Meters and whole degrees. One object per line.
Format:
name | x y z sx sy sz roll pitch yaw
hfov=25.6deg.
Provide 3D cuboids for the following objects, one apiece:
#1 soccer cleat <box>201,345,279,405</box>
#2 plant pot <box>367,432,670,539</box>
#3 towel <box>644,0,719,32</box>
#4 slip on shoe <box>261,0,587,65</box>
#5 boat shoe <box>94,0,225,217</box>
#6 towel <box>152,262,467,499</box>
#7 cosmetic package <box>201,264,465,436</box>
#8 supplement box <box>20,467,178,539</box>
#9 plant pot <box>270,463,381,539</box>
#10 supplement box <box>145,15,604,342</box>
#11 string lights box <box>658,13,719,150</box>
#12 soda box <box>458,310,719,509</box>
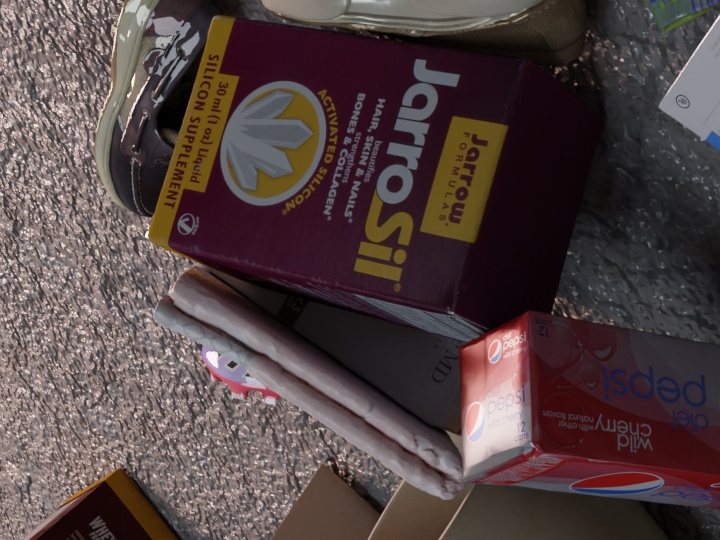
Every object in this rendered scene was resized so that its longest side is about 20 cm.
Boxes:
soccer cleat | -0.035 0.059 1.088 0.199 0.066 0.077 17 106 46
plant pot | 0.117 0.196 0.953 0.199 0.188 0.187 35 147 -5
towel | 0.155 -0.187 0.650 0.144 0.023 0.200 56 146 -11
slip on shoe | 0.028 -0.139 0.806 0.199 0.076 0.061 6 138 38
boat shoe | -0.122 -0.100 1.012 0.065 0.072 0.201 40 140 22
towel | -0.027 0.060 0.907 0.190 0.032 0.200 33 -179 -2
cosmetic package | 0.000 0.000 0.926 0.199 0.102 0.074 32 -179 24
supplement box | -0.254 0.330 1.465 0.198 0.200 0.133 52 146 -4
plant pot | -0.020 0.307 1.200 0.176 0.200 0.201 30 144 8
supplement box | 0.006 -0.045 0.821 0.199 0.132 0.103 12 173 33
string lights box | 0.232 -0.053 0.639 0.199 0.059 0.103 37 146 6
soda box | 0.147 0.073 0.768 0.063 0.199 0.071 -32 53 56
